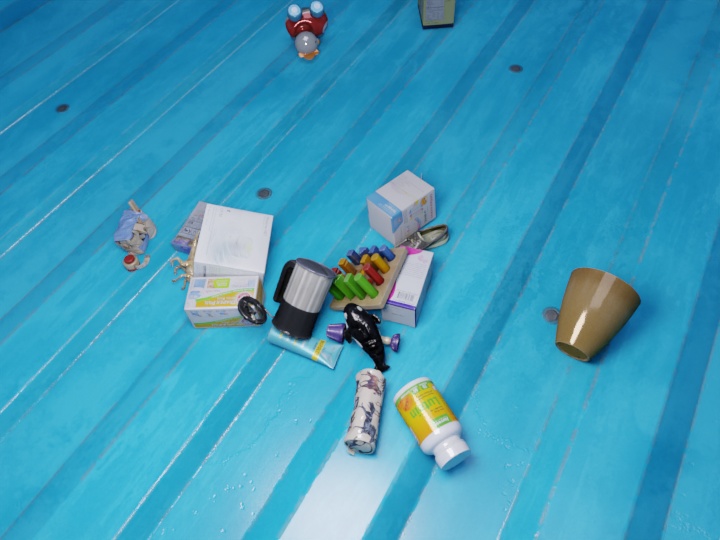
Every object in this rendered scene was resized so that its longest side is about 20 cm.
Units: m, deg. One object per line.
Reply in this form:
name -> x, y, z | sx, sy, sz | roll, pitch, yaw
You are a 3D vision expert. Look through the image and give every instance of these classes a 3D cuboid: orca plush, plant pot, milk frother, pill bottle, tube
orca plush -> 0.008, 0.178, 1.499 | 0.104, 0.071, 0.201 | -14, 86, 8
plant pot -> 0.591, 0.126, 1.497 | 0.186, 0.187, 0.201 | 28, 74, 22
milk frother -> -0.196, 0.060, 1.522 | 0.180, 0.200, 0.189 | 29, 103, 27
pill bottle -> 0.173, 0.366, 1.379 | 0.111, 0.111, 0.200 | -25, 56, -14
tube -> -0.152, 0.203, 1.567 | 0.199, 0.051, 0.078 | 18, 56, 11

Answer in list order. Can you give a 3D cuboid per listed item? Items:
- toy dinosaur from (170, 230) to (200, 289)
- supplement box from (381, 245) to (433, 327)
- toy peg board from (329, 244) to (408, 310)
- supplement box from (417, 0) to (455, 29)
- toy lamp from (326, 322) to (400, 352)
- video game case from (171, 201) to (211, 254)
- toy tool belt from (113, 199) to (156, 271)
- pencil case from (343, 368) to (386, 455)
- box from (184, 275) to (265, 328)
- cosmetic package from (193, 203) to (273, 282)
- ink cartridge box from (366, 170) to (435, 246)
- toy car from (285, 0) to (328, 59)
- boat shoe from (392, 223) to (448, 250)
toy dinosaur -> -0.515, -0.014, 1.740 | 0.100, 0.058, 0.201 | -6, 73, -4
supplement box -> 0.133, 0.043, 1.623 | 0.101, 0.104, 0.201 | 13, 57, 15
toy peg board -> 0.000, 0.000, 1.604 | 0.199, 0.098, 0.200 | -6, 48, 44
supplement box -> 0.317, -1.161, 2.420 | 0.133, 0.200, 0.201 | -5, 54, 1
toy lamp -> 0.006, 0.180, 1.564 | 0.199, 0.058, 0.058 | 11, 55, 9
video game case -> -0.461, -0.119, 1.819 | 0.199, 0.046, 0.182 | 16, 57, 15
toy tool belt -> -0.711, -0.112, 1.786 | 0.124, 0.123, 0.201 | -3, 54, 3
pencil case -> 0.011, 0.349, 1.427 | 0.077, 0.089, 0.201 | 22, 54, -15
box -> -0.377, 0.089, 1.628 | 0.198, 0.102, 0.113 | -2, 54, 3
cosmetic package -> -0.368, -0.066, 1.686 | 0.199, 0.123, 0.201 | 10, 60, -11
ink cartridge box -> 0.136, -0.200, 1.776 | 0.200, 0.129, 0.125 | -35, 54, -19
toy car -> -0.207, -0.953, 2.360 | 0.176, 0.184, 0.201 | -12, 83, -5
boat shoe -> 0.176, -0.090, 1.738 | 0.200, 0.066, 0.072 | -23, 56, -12
